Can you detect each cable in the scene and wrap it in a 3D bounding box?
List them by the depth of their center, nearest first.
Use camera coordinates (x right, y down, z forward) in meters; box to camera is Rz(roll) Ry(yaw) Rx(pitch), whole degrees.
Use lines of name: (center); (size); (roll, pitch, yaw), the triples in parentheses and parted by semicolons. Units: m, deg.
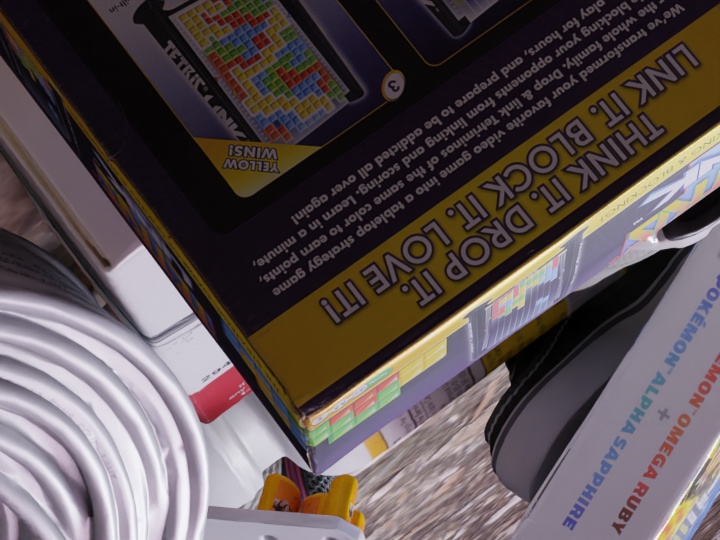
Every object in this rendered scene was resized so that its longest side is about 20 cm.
cable: (-0.142, 0.078, 0.768); (0.199, 0.069, 0.201); (-10, 122, -23)

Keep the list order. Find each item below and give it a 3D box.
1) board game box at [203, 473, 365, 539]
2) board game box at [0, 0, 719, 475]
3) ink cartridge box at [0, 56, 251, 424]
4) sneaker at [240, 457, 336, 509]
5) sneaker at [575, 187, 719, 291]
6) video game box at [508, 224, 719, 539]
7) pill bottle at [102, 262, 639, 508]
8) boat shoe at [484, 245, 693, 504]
board game box: (-0.074, 0.129, 0.967); (0.200, 0.199, 0.026); (72, 27, -49)
board game box: (0.020, -0.076, 0.664); (0.200, 0.165, 0.057); (-35, 165, -9)
ink cartridge box: (-0.026, -0.046, 0.808); (0.144, 0.084, 0.200); (-37, 165, -5)
sneaker: (-0.038, 0.078, 1.070); (0.081, 0.075, 0.200); (-40, -162, 33)
sneaker: (0.107, -0.075, 0.875); (0.200, 0.076, 0.092); (-50, -177, -28)
video game box: (0.123, 0.037, 0.966); (0.183, 0.047, 0.200); (-60, 169, -2)
pill bottle: (0.000, 0.000, 0.956); (0.200, 0.113, 0.113); (-37, 166, -5)
boat shoe: (0.082, 0.030, 1.027); (0.069, 0.057, 0.200); (-64, 167, 25)
